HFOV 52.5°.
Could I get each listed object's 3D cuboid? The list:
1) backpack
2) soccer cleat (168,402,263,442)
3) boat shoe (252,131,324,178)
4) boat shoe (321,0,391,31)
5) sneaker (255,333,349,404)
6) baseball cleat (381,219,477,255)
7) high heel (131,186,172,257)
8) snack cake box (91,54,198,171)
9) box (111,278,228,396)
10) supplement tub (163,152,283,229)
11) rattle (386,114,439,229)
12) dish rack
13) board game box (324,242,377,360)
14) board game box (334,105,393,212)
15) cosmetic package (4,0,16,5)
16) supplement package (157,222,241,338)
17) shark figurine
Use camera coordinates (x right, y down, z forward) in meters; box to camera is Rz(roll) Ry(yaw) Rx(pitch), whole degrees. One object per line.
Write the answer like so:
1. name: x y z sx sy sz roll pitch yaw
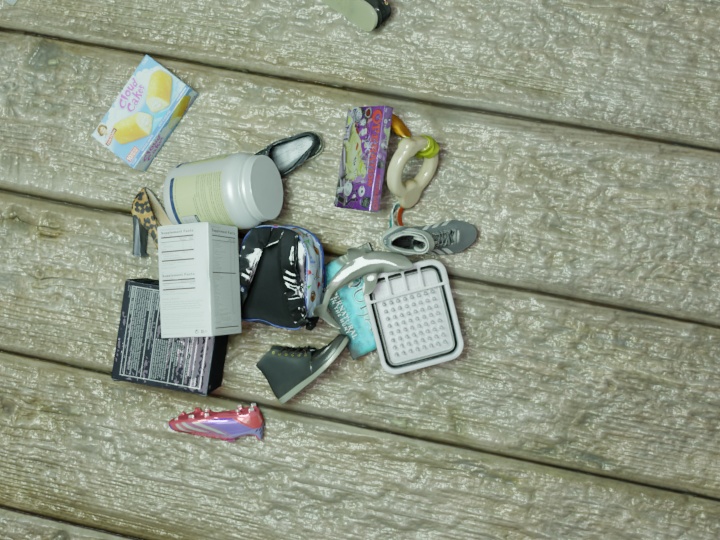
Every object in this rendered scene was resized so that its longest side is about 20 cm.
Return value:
1. backpack: -0.151 0.006 1.423 0.198 0.154 0.193 8 102 19
2. soccer cleat: -0.297 0.323 1.505 0.197 0.067 0.078 -7 96 3
3. boat shoe: -0.168 -0.222 1.469 0.197 0.066 0.075 -21 91 6
4. boat shoe: -0.026 -0.554 1.449 0.201 0.074 0.063 42 56 13
5. sneaker: -0.120 0.172 1.468 0.200 0.075 0.107 -41 87 13
6. baseball cleat: 0.143 -0.055 1.408 0.197 0.106 0.071 -8 103 -11
7. high heel: -0.379 -0.092 1.488 0.197 0.071 0.145 7 99 14
8. snack cake box: -0.439 -0.319 1.489 0.115 0.067 0.201 36 94 2
9. box: -0.373 0.131 1.472 0.196 0.123 0.203 10 92 5
10. supplement tub: -0.265 -0.148 1.418 0.198 0.145 0.147 -5 92 24
11. rattle: 0.065 -0.189 1.455 0.142 0.130 0.202 29 126 21
12. dish rack: 0.103 0.091 1.443 0.169 0.044 0.203 -14 90 -2
13. board game box: 0.002 0.062 1.483 0.134 0.028 0.202 -26 90 6
14. board game box: 0.005 -0.220 1.436 0.119 0.032 0.203 11 94 47
15. cosmetic package: -0.746 -0.696 1.476 0.200 0.123 0.200 42 95 4
16. supplement package: -0.294 0.019 1.341 0.108 0.114 0.203 -4 87 19
17. shark figurine: -0.021 0.003 1.388 0.213 0.090 0.128 -35 50 -9
